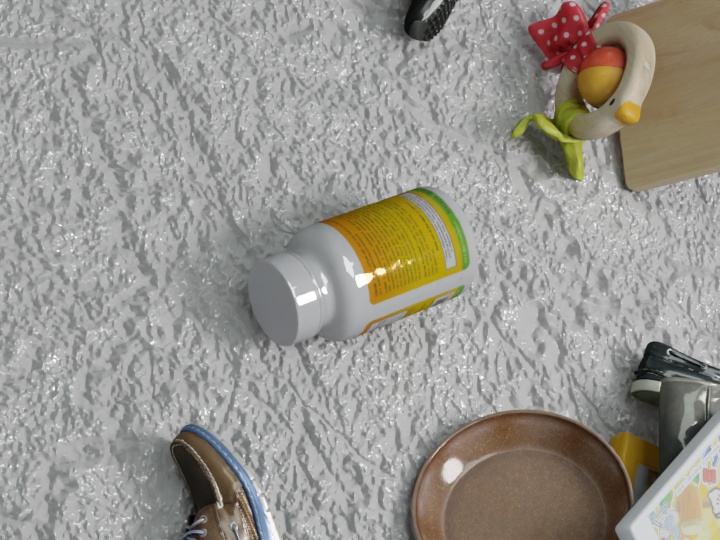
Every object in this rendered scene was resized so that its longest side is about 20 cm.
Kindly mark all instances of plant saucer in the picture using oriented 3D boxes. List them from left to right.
[{"bbox_3d":[0.147,0.219,1.487,0.200,0.037,0.201,-5,52,7],"label":"plant saucer"}]

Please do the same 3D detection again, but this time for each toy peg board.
[{"bbox_3d":[0.385,-0.195,1.765,0.098,0.199,0.200,15,66,-54],"label":"toy peg board"}]

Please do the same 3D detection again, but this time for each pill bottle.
[{"bbox_3d":[0.000,0.000,1.516,0.200,0.111,0.111,-20,77,-32],"label":"pill bottle"}]

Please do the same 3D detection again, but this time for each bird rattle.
[{"bbox_3d":[0.247,-0.197,1.712,0.113,0.163,0.201,35,64,-29],"label":"bird rattle"}]

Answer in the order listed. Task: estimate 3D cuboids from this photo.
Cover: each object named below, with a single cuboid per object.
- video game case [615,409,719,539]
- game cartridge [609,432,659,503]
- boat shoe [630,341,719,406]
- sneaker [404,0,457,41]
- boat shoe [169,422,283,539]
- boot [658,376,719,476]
[{"bbox_3d":[0.326,0.254,1.501,0.200,0.023,0.182,-38,106,-40],"label":"video game case"},{"bbox_3d":[0.303,0.278,1.583,0.176,0.032,0.201,25,58,-14],"label":"game cartridge"},{"bbox_3d":[0.370,0.117,1.667,0.199,0.075,0.066,14,73,-10],"label":"boat shoe"},{"bbox_3d":[0.070,-0.325,1.740,0.090,0.070,0.200,25,57,4],"label":"sneaker"},{"bbox_3d":[-0.112,0.224,1.379,0.072,0.072,0.200,-27,81,-32],"label":"boat shoe"},{"bbox_3d":[0.291,0.198,1.541,0.181,0.072,0.201,16,76,-34],"label":"boot"}]
